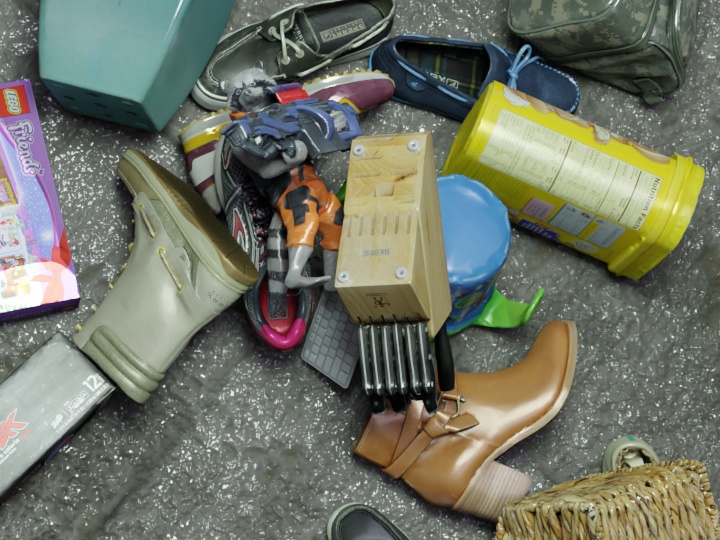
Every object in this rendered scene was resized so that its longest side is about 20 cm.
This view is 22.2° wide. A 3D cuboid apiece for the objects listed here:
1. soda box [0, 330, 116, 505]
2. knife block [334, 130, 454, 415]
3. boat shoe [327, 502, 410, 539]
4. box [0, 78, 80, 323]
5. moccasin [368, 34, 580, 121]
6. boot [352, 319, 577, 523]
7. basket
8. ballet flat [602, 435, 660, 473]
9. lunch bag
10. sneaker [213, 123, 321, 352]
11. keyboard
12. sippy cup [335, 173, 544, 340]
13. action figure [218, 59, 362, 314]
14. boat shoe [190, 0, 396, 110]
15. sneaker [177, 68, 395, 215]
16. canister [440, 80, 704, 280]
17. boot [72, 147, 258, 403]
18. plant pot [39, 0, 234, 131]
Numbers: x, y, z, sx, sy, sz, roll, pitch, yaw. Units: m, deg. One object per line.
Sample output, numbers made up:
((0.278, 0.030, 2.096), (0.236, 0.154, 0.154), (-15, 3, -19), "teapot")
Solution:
((-0.293, 0.144, 1.481), (0.071, 0.063, 0.200), (44, 70, 3), "soda box")
((0.036, 0.012, 1.487), (0.064, 0.176, 0.200), (-3, 60, 16), "knife block")
((0.046, 0.275, 1.522), (0.072, 0.068, 0.200), (-32, 82, -18), "boat shoe")
((-0.324, -0.053, 1.541), (0.137, 0.039, 0.200), (-11, 78, -15), "box")
((0.108, -0.168, 1.657), (0.199, 0.068, 0.081), (4, 73, -14), "moccasin")
((0.093, 0.105, 1.579), (0.154, 0.074, 0.200), (25, 68, -1), "boot")
((0.213, 0.271, 1.528), (0.149, 0.143, 0.201), (-14, 90, -40), "basket")
((0.252, 0.239, 1.580), (0.069, 0.069, 0.200), (-11, 78, -16), "ballet flat")
((0.247, -0.274, 1.686), (0.168, 0.139, 0.200), (29, 67, -42), "lunch bag")
((-0.072, -0.031, 1.538), (0.080, 0.075, 0.201), (-12, 100, -3), "sneaker")
((0.000, 0.000, 1.533), (0.011, 0.200, 0.056), (-5, 32, -47), "keyboard")
((0.067, -0.019, 1.575), (0.177, 0.130, 0.140), (-1, 75, -14), "sippy cup")
((-0.070, -0.072, 1.450), (0.200, 0.104, 0.194), (-2, 71, -60), "action figure")
((-0.061, -0.204, 1.631), (0.200, 0.064, 0.071), (-25, 82, -17), "boat shoe")
((-0.056, -0.112, 1.609), (0.200, 0.075, 0.090), (-19, 88, -11), "sneaker")
((0.181, -0.079, 1.610), (0.200, 0.149, 0.087), (23, 71, -4), "canister")
((-0.185, 0.001, 1.533), (0.155, 0.072, 0.200), (-50, 48, 10), "boot")
((-0.191, -0.231, 1.553), (0.141, 0.141, 0.200), (15, 80, 8), "plant pot")
